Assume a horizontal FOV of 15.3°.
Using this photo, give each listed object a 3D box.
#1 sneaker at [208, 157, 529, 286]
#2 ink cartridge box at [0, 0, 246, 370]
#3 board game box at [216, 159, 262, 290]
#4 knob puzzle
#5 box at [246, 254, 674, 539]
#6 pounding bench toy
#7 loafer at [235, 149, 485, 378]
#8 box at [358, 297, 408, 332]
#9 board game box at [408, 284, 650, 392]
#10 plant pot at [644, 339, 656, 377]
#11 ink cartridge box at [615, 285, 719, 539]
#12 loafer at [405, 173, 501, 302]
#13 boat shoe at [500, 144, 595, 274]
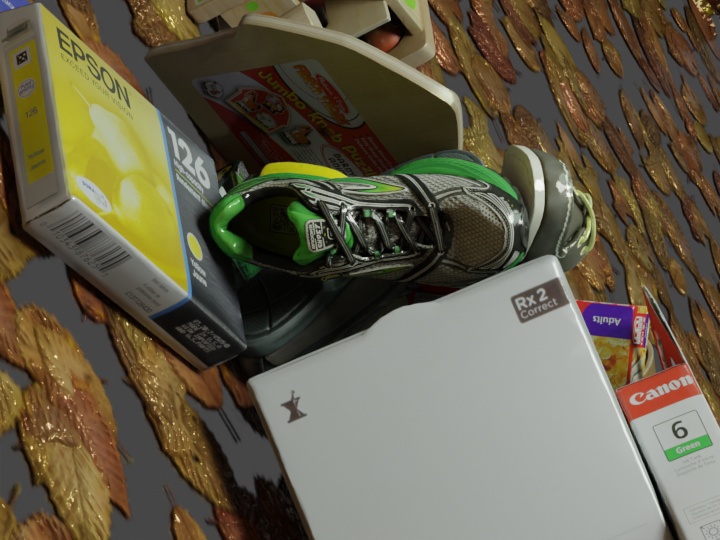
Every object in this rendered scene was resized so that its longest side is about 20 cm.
[{"bbox_3d":[0.004,-0.020,1.584,0.085,0.199,0.079,-35,122,-65],"label":"sneaker"},{"bbox_3d":[-0.143,-0.068,1.575,0.198,0.047,0.201,42,31,-50],"label":"ink cartridge box"},{"bbox_3d":[-0.047,0.032,1.740,0.201,0.023,0.105,60,21,-14],"label":"board game box"},{"bbox_3d":[-0.015,-0.102,1.732,0.220,0.219,0.031,51,49,-35],"label":"knob puzzle"},{"bbox_3d":[0.061,0.123,1.595,0.131,0.198,0.201,73,-5,-81],"label":"box"},{"bbox_3d":[-0.030,-0.177,1.894,0.156,0.124,0.201,48,25,-42],"label":"pounding bench toy"},{"bbox_3d":[0.000,0.000,1.679,0.072,0.200,0.063,41,-19,44],"label":"loafer"},{"bbox_3d":[0.026,-0.001,1.907,0.082,0.068,0.200,54,20,-26],"label":"box"},{"bbox_3d":[0.099,0.115,1.704,0.046,0.151,0.201,4,91,-69],"label":"board game box"},{"bbox_3d":[0.137,0.165,1.865,0.187,0.185,0.201,-68,144,-66],"label":"plant pot"},{"bbox_3d":[0.192,0.118,1.599,0.109,0.050,0.201,70,-2,-49],"label":"ink cartridge box"},{"bbox_3d":[0.069,-0.025,1.835,0.073,0.072,0.200,58,21,-13],"label":"loafer"},{"bbox_3d":[0.113,-0.031,1.654,0.202,0.060,0.073,109,-18,-77],"label":"boat shoe"}]
